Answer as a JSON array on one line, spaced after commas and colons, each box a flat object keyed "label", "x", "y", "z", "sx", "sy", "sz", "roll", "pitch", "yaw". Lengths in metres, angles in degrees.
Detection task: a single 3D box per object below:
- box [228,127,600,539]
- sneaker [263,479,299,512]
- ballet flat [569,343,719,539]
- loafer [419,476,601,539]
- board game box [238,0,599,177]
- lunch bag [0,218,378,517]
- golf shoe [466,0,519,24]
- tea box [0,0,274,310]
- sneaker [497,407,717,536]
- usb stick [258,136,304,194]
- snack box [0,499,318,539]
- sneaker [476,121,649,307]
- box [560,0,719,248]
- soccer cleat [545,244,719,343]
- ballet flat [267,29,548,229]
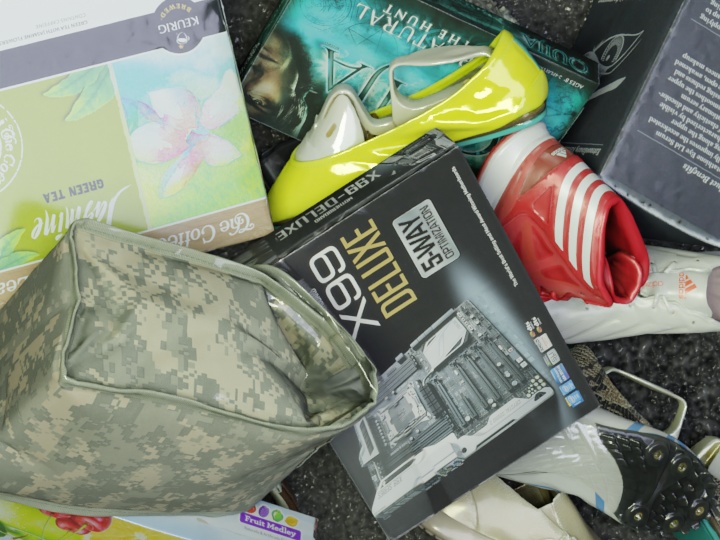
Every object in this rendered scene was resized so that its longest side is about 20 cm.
[{"label": "box", "x": 0.031, "y": 0.039, "z": 1.424, "sx": 0.157, "sy": 0.050, "sz": 0.201, "roll": -32, "pitch": 113, "yaw": -5}, {"label": "sneaker", "x": -0.116, "y": 0.109, "z": 1.490, "sx": 0.199, "sy": 0.075, "sz": 0.071, "roll": 34, "pitch": 83, "yaw": -17}, {"label": "ballet flat", "x": 0.206, "y": 0.123, "z": 1.604, "sx": 0.200, "sy": 0.068, "sz": 0.075, "roll": 42, "pitch": 72, "yaw": -12}, {"label": "loafer", "x": 0.127, "y": 0.177, "z": 1.573, "sx": 0.199, "sy": 0.076, "sz": 0.069, "roll": 25, "pitch": 92, "yaw": -17}, {"label": "board game box", "x": 0.032, "y": -0.116, "z": 1.486, "sx": 0.199, "sy": 0.028, "sz": 0.136, "roll": 23, "pitch": 128, "yaw": -15}, {"label": "lunch bag", "x": -0.107, "y": 0.069, "z": 1.344, "sx": 0.199, "sy": 0.164, "sz": 0.118, "roll": 16, "pitch": 57, "yaw": -25}, {"label": "golf shoe", "x": 0.038, "y": -0.151, "z": 1.519, "sx": 0.200, "sy": 0.078, "sz": 0.097, "roll": 39, "pitch": 109, "yaw": -18}, {"label": "tea box", "x": -0.180, "y": -0.094, "z": 1.425, "sx": 0.198, "sy": 0.134, "sz": 0.198, "roll": -17, "pitch": 100, "yaw": -16}, {"label": "sneaker", "x": 0.143, "y": 0.116, "z": 1.539, "sx": 0.199, "sy": 0.073, "sz": 0.072, "roll": 21, "pitch": 105, "yaw": -15}, {"label": "usb stick", "x": 0.000, "y": 0.000, "z": 1.504, "sx": 0.055, "sy": 0.033, "sz": 0.201, "roll": -26, "pitch": 77, "yaw": -30}, {"label": "snack box", "x": -0.145, "y": 0.179, "z": 1.455, "sx": 0.199, "sy": 0.142, "sz": 0.053, "roll": 20, "pitch": 47, "yaw": -18}, {"label": "sneaker", "x": 0.111, "y": 0.012, "z": 1.490, "sx": 0.115, "sy": 0.201, "sz": 0.078, "roll": 41, "pitch": 52, "yaw": 23}, {"label": "box", "x": 0.208, "y": -0.126, "z": 1.541, "sx": 0.104, "sy": 0.148, "sz": 0.201, "roll": 27, "pitch": 87, "yaw": -18}, {"label": "soccer cleat", "x": 0.195, "y": 0.013, "z": 1.582, "sx": 0.198, "sy": 0.078, "sz": 0.070, "roll": -2, "pitch": 95, "yaw": -17}, {"label": "ballet flat", "x": 0.018, "y": -0.093, "z": 1.450, "sx": 0.199, "sy": 0.067, "sz": 0.067, "roll": -22, "pitch": 112, "yaw": 13}]
